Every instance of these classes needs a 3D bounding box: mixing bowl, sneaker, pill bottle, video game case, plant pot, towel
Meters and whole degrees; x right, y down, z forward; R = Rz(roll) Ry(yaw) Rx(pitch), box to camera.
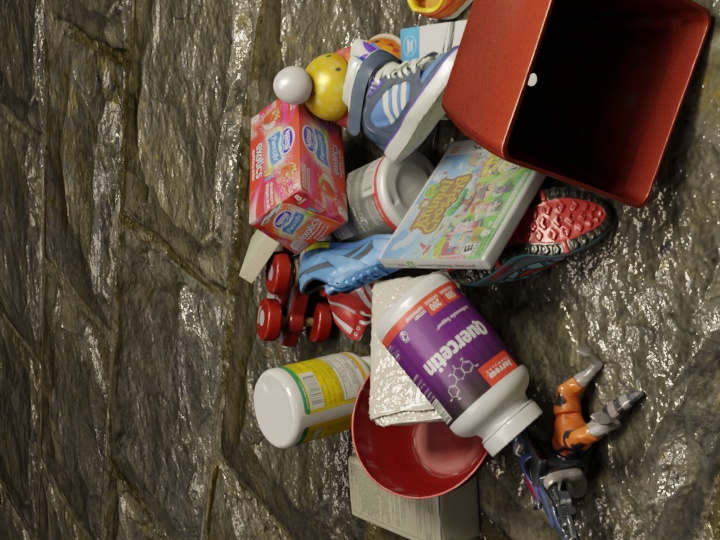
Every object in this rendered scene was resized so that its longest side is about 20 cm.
[{"bbox_3d":[0.098,0.206,1.145,0.197,0.108,0.203,-12,61,22],"label":"mixing bowl"},{"bbox_3d":[0.129,-0.372,1.053,0.200,0.076,0.074,-45,61,44],"label":"sneaker"},{"bbox_3d":[0.014,-0.087,1.224,0.199,0.113,0.116,-18,83,52],"label":"pill bottle"},{"bbox_3d":[0.130,-0.084,1.040,0.181,0.201,0.022,1,141,52],"label":"video game case"},{"bbox_3d":[0.034,0.045,1.261,0.197,0.071,0.114,7,121,35],"label":"sneaker"},{"bbox_3d":[0.042,-0.237,1.057,0.147,0.080,0.200,51,144,9],"label":"sneaker"},{"bbox_3d":[0.195,-0.199,0.892,0.176,0.197,0.203,30,104,58],"label":"plant pot"},{"bbox_3d":[0.000,0.000,1.186,0.197,0.066,0.080,-6,62,34],"label":"sneaker"},{"bbox_3d":[0.200,-0.036,1.028,0.197,0.095,0.081,-19,71,26],"label":"sneaker"},{"bbox_3d":[0.116,0.109,1.013,0.201,0.112,0.113,50,134,15],"label":"pill bottle"},{"bbox_3d":[0.073,0.097,1.123,0.130,0.034,0.203,-11,63,22],"label":"towel"},{"bbox_3d":[-0.047,0.182,1.283,0.112,0.198,0.115,13,108,49],"label":"pill bottle"}]

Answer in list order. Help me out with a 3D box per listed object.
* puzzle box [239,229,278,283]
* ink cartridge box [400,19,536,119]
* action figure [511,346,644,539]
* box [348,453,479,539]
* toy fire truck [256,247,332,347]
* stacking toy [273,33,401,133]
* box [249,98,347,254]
[{"bbox_3d":[-0.119,-0.089,1.361,0.201,0.025,0.134,-53,14,24],"label":"puzzle box"},{"bbox_3d":[0.137,-0.244,1.072,0.198,0.067,0.118,10,106,50],"label":"ink cartridge box"},{"bbox_3d":[0.247,0.218,0.997,0.201,0.103,0.196,-106,25,-50],"label":"action figure"},{"bbox_3d":[0.073,0.321,1.255,0.198,0.077,0.097,6,102,51],"label":"box"},{"bbox_3d":[-0.111,0.016,1.423,0.168,0.110,0.203,-123,42,-55],"label":"toy fire truck"},{"bbox_3d":[-0.028,-0.244,1.178,0.145,0.198,0.149,14,108,49],"label":"stacking toy"},{"bbox_3d":[-0.086,-0.140,1.198,0.099,0.095,0.203,-29,46,30],"label":"box"}]
